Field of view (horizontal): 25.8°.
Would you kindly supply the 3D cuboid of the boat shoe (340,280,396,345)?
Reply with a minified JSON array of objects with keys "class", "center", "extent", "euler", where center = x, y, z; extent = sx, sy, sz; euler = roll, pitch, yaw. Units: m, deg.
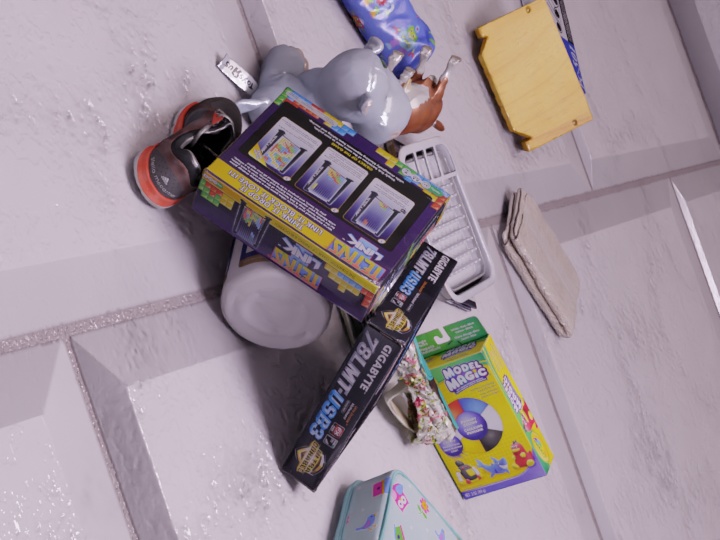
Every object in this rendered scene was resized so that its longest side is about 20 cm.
[{"class":"boat shoe","center":[0.000,0.000,1.736],"extent":[0.062,0.071,0.202],"euler":[-22,93,-59]}]

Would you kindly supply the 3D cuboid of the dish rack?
[{"class":"dish rack","center":[0.095,-0.060,1.951],"extent":[0.171,0.043,0.202],"euler":[-24,93,-64]}]

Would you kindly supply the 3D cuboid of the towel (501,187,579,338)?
[{"class":"towel","center":[0.263,-0.010,2.282],"extent":[0.201,0.034,0.133],"euler":[56,31,-27]}]

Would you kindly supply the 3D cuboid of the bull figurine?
[{"class":"bull figurine","center":[0.064,-0.217,1.974],"extent":[0.065,0.123,0.200],"euler":[30,28,18]}]

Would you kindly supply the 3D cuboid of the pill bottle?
[{"class":"pill bottle","center":[-0.072,-0.030,1.574],"extent":[0.111,0.110,0.202],"euler":[49,33,-34]}]

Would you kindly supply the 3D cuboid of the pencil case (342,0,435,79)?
[{"class":"pencil case","center":[0.024,-0.345,2.010],"extent":[0.201,0.087,0.078],"euler":[56,-10,-27]}]

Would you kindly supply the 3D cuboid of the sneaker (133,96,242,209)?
[{"class":"sneaker","center":[-0.145,-0.122,1.532],"extent":[0.078,0.081,0.200],"euler":[59,29,-17]}]

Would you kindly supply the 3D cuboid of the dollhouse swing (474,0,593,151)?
[{"class":"dollhouse swing","center":[0.246,-0.298,2.452],"extent":[0.180,0.175,0.202],"euler":[-27,97,-22]}]

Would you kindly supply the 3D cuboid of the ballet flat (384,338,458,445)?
[{"class":"ballet flat","center":[0.051,0.120,1.719],"extent":[0.076,0.063,0.201],"euler":[-113,179,-58]}]

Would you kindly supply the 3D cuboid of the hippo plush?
[{"class":"hippo plush","center":[-0.034,-0.201,1.711],"extent":[0.200,0.159,0.161],"euler":[41,38,-43]}]

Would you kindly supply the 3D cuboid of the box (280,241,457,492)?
[{"class":"box","center":[0.011,0.093,1.563],"extent":[0.049,0.201,0.199],"euler":[31,29,3]}]

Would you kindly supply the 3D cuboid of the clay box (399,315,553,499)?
[{"class":"clay box","center":[0.128,0.159,1.816],"extent":[0.201,0.114,0.048],"euler":[60,29,-16]}]

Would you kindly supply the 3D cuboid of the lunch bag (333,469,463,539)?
[{"class":"lunch bag","center":[0.051,0.311,1.605],"extent":[0.201,0.076,0.161],"euler":[53,29,-30]}]

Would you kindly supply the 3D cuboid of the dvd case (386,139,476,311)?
[{"class":"dvd case","center":[0.091,-0.056,2.007],"extent":[0.148,0.016,0.203],"euler":[22,53,-57]}]

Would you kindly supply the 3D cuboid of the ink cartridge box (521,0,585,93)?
[{"class":"ink cartridge box","center":[0.322,-0.394,2.650],"extent":[0.094,0.044,0.203],"euler":[20,54,-55]}]

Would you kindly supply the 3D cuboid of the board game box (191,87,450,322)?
[{"class":"board game box","center":[-0.035,-0.066,1.505],"extent":[0.199,0.057,0.166],"euler":[34,46,7]}]
